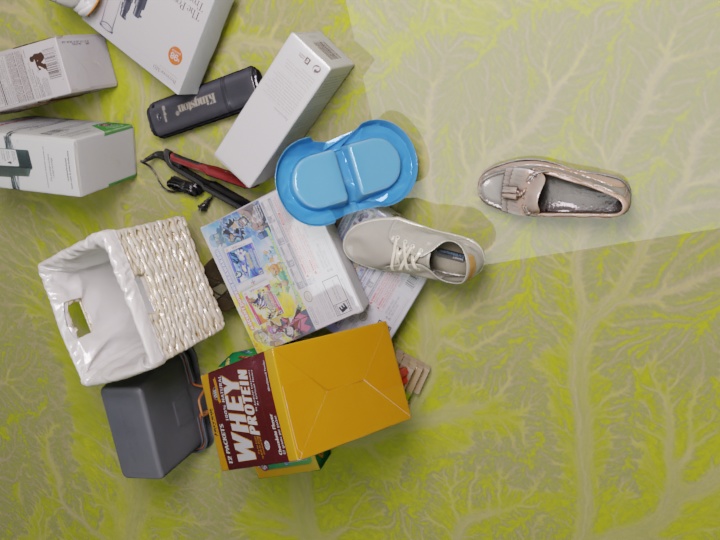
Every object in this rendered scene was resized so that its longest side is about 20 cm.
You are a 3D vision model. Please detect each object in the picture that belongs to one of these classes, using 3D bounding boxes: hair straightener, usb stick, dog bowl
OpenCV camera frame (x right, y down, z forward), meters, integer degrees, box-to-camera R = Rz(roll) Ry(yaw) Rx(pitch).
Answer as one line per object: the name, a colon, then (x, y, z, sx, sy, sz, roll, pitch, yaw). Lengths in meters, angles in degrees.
hair straightener: (-0.246, -0.125, 1.103, 0.195, 0.041, 0.079, 19, 113, 12)
usb stick: (-0.223, -0.241, 1.061, 0.195, 0.033, 0.057, -13, 103, 22)
dog bowl: (-0.021, -0.125, 0.967, 0.195, 0.049, 0.114, -18, 92, -16)

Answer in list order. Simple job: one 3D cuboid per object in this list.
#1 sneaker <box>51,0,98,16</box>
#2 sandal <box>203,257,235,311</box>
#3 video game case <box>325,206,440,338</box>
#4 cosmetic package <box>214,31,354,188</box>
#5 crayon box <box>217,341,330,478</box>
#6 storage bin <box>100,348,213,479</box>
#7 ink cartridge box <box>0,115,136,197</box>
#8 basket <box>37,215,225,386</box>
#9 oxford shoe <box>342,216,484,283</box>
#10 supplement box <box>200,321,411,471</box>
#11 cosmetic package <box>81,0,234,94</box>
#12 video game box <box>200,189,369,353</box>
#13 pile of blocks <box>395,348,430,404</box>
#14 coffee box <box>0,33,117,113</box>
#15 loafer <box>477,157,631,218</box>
sneaker: (-0.398, -0.456, 0.989, 0.074, 0.091, 0.206, -5, 84, 43)
sandal: (-0.172, -0.017, 1.109, 0.082, 0.054, 0.201, 43, 108, 11)
video game case: (0.000, 0.000, 1.058, 0.179, 0.045, 0.203, 32, 114, 5)
cosmetic package: (-0.103, -0.217, 0.991, 0.071, 0.101, 0.201, 40, 115, 2)
crayon box: (-0.136, 0.224, 1.171, 0.116, 0.058, 0.205, -13, 103, 22)
storage bin: (-0.329, 0.236, 1.200, 0.142, 0.134, 0.206, -3, 108, 19)
ink cartridge box: (-0.460, -0.175, 1.102, 0.194, 0.147, 0.085, 8, 112, 17)
basket: (-0.336, 0.040, 1.091, 0.197, 0.160, 0.203, -16, 97, 39)
oxford shoe: (0.066, -0.025, 0.973, 0.195, 0.058, 0.077, 11, 113, 17)
supplement box: (-0.077, 0.171, 0.996, 0.198, 0.194, 0.136, -24, 79, 49)
cosmetic package: (-0.282, -0.365, 1.017, 0.198, 0.051, 0.153, 37, 118, 13)
video game box: (-0.107, -0.006, 1.036, 0.178, 0.047, 0.204, -22, 96, 17)
pile of blocks: (0.022, 0.205, 1.110, 0.199, 0.062, 0.082, -41, 92, 26)
coffee box: (-0.480, -0.287, 1.090, 0.195, 0.113, 0.082, -7, 106, 21)
loafer: (0.242, -0.100, 0.933, 0.194, 0.063, 0.074, 7, 109, 16)
